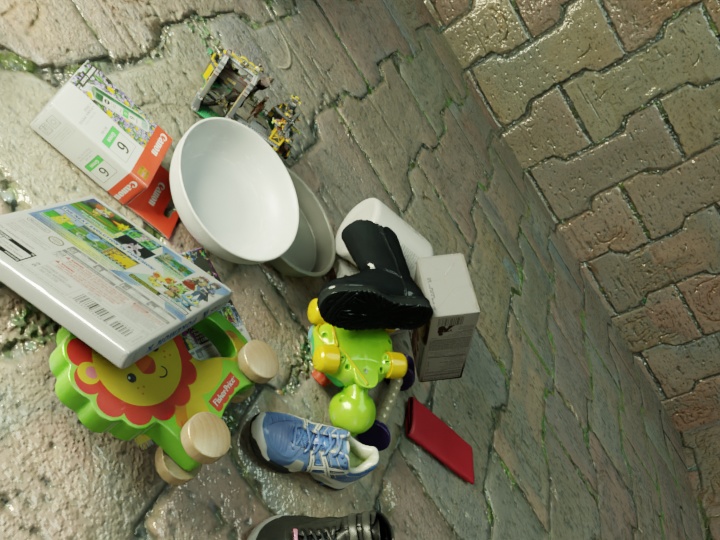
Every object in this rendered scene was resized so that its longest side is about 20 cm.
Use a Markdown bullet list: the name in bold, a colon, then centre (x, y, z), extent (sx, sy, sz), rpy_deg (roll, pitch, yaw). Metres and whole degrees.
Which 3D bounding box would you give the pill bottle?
- **pill bottle**: centre (0.061, -0.023, 1.100), extent (0.199, 0.114, 0.115), rpy_deg (37, 36, -26)

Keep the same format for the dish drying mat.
- **dish drying mat**: centre (0.143, 0.304, 1.129), extent (0.200, 0.018, 0.077), rpy_deg (44, 33, -32)

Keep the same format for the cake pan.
- **cake pan**: centre (-0.116, -0.076, 1.007), extent (0.200, 0.036, 0.202), rpy_deg (40, 35, -36)

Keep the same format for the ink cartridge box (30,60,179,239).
- **ink cartridge box**: centre (-0.281, -0.144, 0.773), extent (0.200, 0.050, 0.110), rpy_deg (44, 32, -30)

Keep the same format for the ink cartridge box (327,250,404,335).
- **ink cartridge box**: centre (0.022, 0.038, 1.146), extent (0.198, 0.057, 0.164), rpy_deg (-8, 72, -46)

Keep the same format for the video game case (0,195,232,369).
- **video game case**: centre (-0.249, -0.001, 0.621), extent (0.199, 0.022, 0.182), rpy_deg (33, 22, 7)

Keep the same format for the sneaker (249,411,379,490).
- **sneaker**: centre (-0.056, 0.218, 0.804), extent (0.199, 0.077, 0.077), rpy_deg (32, 41, -41)

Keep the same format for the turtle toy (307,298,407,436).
- **turtle toy**: centre (-0.015, 0.134, 0.919), extent (0.144, 0.101, 0.202), rpy_deg (10, 52, -25)

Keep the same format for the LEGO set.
- **LEGO set**: centre (-0.160, -0.279, 0.992), extent (0.199, 0.116, 0.155), rpy_deg (39, 36, -15)

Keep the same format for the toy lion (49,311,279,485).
- **toy lion**: centre (-0.194, 0.093, 0.631), extent (0.192, 0.068, 0.200), rpy_deg (47, 30, -9)

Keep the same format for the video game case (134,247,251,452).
- **video game case**: centre (-0.208, 0.076, 0.717), extent (0.183, 0.036, 0.200), rpy_deg (62, 28, 0)

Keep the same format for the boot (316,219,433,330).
- **boot**: centre (0.000, 0.000, 0.916), extent (0.198, 0.077, 0.169), rpy_deg (8, 42, -38)

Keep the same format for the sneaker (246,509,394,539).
- **sneaker**: centre (-0.036, 0.309, 0.733), extent (0.199, 0.098, 0.072), rpy_deg (24, 47, -48)

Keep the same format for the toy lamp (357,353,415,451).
- **toy lamp**: centre (0.049, 0.201, 1.018), extent (0.059, 0.058, 0.200), rpy_deg (54, 28, -13)

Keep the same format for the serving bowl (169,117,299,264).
- **serving bowl**: centre (-0.175, -0.097, 0.852), extent (0.199, 0.065, 0.203), rpy_deg (28, 51, -40)

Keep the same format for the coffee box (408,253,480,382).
- **coffee box**: centre (0.130, 0.082, 1.037), extent (0.201, 0.079, 0.114), rpy_deg (91, -9, -52)
